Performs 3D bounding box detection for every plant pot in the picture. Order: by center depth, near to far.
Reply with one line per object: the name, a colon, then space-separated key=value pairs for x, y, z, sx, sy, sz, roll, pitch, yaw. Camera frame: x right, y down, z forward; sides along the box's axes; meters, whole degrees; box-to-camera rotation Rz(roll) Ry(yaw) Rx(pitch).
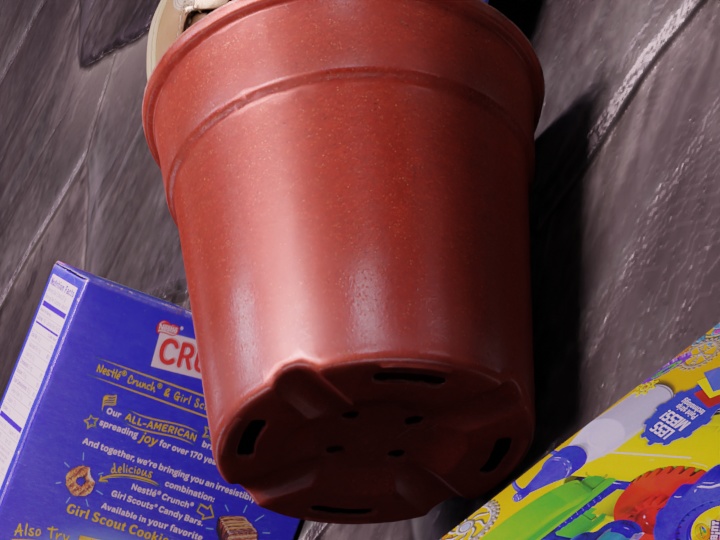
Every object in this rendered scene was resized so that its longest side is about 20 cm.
plant pot: x=0.000 y=0.000 z=1.192 sx=0.201 sy=0.200 sz=0.196 roll=-47 pitch=39 yaw=44

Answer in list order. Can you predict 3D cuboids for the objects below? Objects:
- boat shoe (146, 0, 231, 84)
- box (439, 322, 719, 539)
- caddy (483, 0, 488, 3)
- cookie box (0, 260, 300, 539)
boat shoe: x=-0.061 y=-0.151 z=1.310 sx=0.066 sy=0.074 sz=0.201 roll=129 pitch=155 yaw=-54
box: x=0.110 y=0.137 z=0.762 sx=0.192 sy=0.122 sz=0.200 roll=-37 pitch=20 yaw=-8
caddy: x=0.009 y=-0.135 z=1.382 sx=0.200 sy=0.105 sz=0.142 roll=-36 pitch=36 yaw=58
cookie box: x=-0.119 y=0.118 z=1.373 sx=0.075 sy=0.170 sz=0.201 roll=22 pitch=90 yaw=65
